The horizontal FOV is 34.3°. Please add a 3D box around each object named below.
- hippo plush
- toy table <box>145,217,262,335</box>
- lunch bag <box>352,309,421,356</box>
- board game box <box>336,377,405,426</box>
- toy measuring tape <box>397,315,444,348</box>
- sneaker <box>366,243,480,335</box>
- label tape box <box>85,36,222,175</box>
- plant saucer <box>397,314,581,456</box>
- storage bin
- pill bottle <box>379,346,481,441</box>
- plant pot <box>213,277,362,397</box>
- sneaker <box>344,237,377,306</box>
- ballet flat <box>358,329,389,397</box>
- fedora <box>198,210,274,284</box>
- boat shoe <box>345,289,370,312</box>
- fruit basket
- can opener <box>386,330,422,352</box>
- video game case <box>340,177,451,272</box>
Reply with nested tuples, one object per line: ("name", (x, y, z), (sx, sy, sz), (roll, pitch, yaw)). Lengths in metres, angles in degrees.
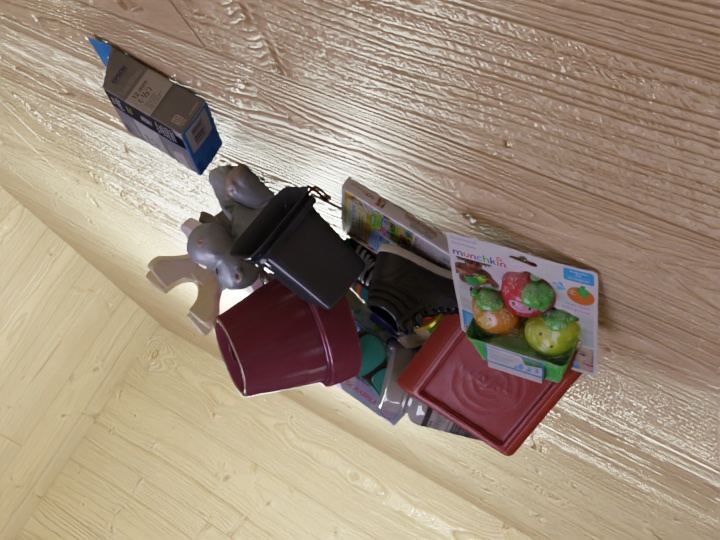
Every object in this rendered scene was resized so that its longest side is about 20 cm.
("hippo plush", (-0.179, -0.046, 1.782), (0.199, 0.162, 0.159), (36, 166, -10))
("toy table", (-0.259, 0.010, 1.897), (0.199, 0.117, 0.184), (26, 157, 52))
("lunch bag", (0.039, 0.097, 1.950), (0.199, 0.083, 0.161), (37, 167, -15))
("board game box", (0.004, 0.148, 2.048), (0.199, 0.041, 0.201), (36, -152, -12))
("toy measuring tape", (0.112, 0.074, 1.694), (0.073, 0.074, 0.200), (35, 162, -10))
("sneaker", (0.097, 0.049, 1.504), (0.198, 0.100, 0.071), (23, 165, 3))
("label tape box", (-0.298, -0.229, 1.629), (0.199, 0.066, 0.143), (29, 166, 11))
("plant saucer", (0.176, 0.148, 1.597), (0.199, 0.201, 0.037), (33, -151, -3))
("storage bin", (-0.075, -0.031, 1.601), (0.134, 0.146, 0.200), (42, 172, -14))
("pill bottle", (0.134, 0.181, 1.713), (0.198, 0.114, 0.113), (15, 167, -2))
("plant pot", (-0.118, 0.099, 1.772), (0.201, 0.178, 0.201), (56, 159, 35))
("sneaker", (0.000, 0.000, 1.696), (0.080, 0.072, 0.200), (43, 172, -25))
("ballet flat", (0.013, 0.143, 1.885), (0.070, 0.067, 0.200), (49, 175, 40))
("fedora", (-0.176, -0.042, 1.939), (0.200, 0.090, 0.177), (44, 166, 10))
("boat shoe", (0.024, 0.032, 1.799), (0.200, 0.061, 0.072), (14, 149, 37))
("fruit basket", (0.190, 0.046, 1.372), (0.184, 0.094, 0.201), (17, 152, 22))
("can opener", (0.138, 0.141, 1.865), (0.198, 0.053, 0.066), (26, 179, -9))
("video game case", (0.054, -0.041, 1.557), (0.181, 0.023, 0.200), (32, 168, 6))
